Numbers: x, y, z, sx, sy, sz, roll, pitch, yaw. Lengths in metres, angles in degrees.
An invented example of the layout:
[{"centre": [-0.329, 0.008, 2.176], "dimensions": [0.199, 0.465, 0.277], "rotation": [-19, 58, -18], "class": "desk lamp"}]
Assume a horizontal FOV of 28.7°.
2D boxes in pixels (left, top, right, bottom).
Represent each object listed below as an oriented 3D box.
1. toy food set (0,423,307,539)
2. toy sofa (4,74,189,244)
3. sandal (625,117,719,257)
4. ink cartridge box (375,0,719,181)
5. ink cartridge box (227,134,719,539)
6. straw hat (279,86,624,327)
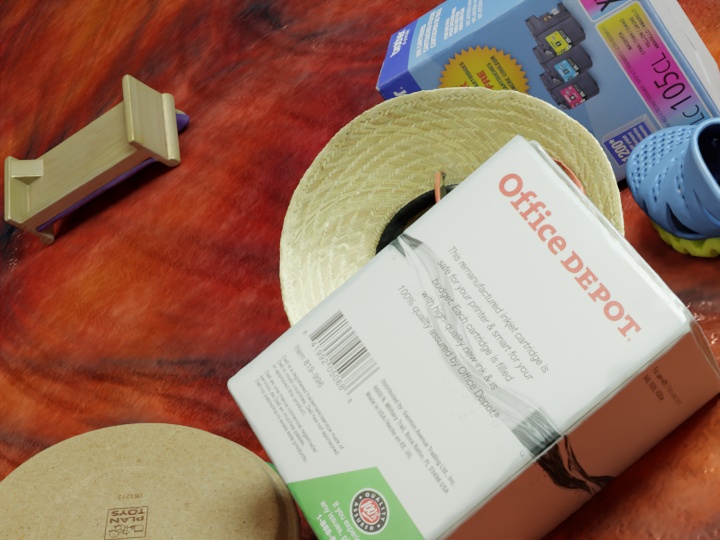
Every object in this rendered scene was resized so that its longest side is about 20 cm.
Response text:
[{"centre": [-0.124, 0.154, 0.771], "dimensions": [0.198, 0.049, 0.198], "rotation": [-13, 36, -14], "class": "toy food set"}, {"centre": [-0.268, -0.106, 1.444], "dimensions": [0.199, 0.097, 0.084], "rotation": [-27, 55, 28], "class": "toy sofa"}, {"centre": [0.193, -0.047, 0.708], "dimensions": [0.080, 0.087, 0.200], "rotation": [-47, 25, -5], "class": "sandal"}, {"centre": [0.103, -0.109, 0.862], "dimensions": [0.199, 0.137, 0.077], "rotation": [-28, 25, 28], "class": "ink cartridge box"}, {"centre": [0.056, 0.055, 0.693], "dimensions": [0.200, 0.083, 0.147], "rotation": [-40, 55, 6], "class": "ink cartridge box"}, {"centre": [0.060, -0.003, 0.813], "dimensions": [0.199, 0.085, 0.203], "rotation": [-6, 73, 19], "class": "straw hat"}]
